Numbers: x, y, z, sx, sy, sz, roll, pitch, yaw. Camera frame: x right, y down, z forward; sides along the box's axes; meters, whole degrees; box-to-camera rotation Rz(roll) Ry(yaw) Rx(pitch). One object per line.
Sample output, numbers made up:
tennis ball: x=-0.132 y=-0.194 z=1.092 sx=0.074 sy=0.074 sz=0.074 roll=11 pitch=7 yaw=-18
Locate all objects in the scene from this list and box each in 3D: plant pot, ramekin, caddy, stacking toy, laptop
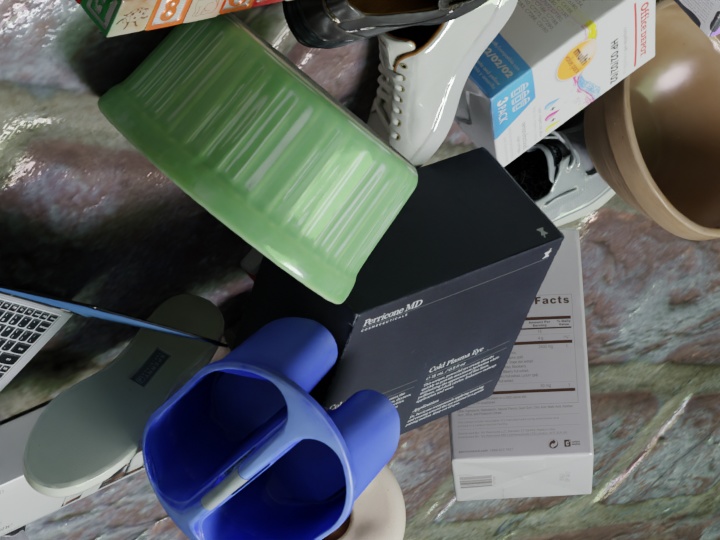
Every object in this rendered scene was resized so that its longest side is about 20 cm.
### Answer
plant pot: x=0.249 y=-0.120 z=1.963 sx=0.092 sy=0.202 sz=0.200 roll=-10 pitch=-176 yaw=45
ramekin: x=-0.058 y=-0.079 z=1.499 sx=0.098 sy=0.200 sz=0.200 roll=-50 pitch=156 yaw=3
caddy: x=-0.068 y=0.125 z=1.642 sx=0.105 sy=0.141 sz=0.200 roll=-43 pitch=-179 yaw=-44
stacking toy: x=-0.043 y=0.235 z=2.202 sx=0.146 sy=0.146 sz=0.200 roll=-35 pitch=175 yaw=-14
laptop: x=-0.228 y=0.067 z=1.589 sx=0.200 sy=0.116 sz=0.187 roll=-46 pitch=156 yaw=11

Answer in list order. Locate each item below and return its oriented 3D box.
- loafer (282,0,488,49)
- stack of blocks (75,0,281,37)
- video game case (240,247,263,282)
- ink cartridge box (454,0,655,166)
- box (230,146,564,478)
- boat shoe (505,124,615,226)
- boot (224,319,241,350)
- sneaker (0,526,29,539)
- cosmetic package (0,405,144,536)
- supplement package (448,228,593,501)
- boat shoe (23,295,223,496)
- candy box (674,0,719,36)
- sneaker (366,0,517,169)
loafer: x=0.049 y=-0.195 z=1.567 sx=0.199 sy=0.073 sz=0.072 roll=-27 pitch=-168 yaw=-25
stack of blocks: x=-0.071 y=-0.214 z=1.406 sx=0.199 sy=0.059 sz=0.115 roll=-17 pitch=147 yaw=-43
video game case: x=0.000 y=0.000 z=1.832 sx=0.143 sy=0.017 sz=0.200 roll=-49 pitch=139 yaw=-11
ink cartridge box: x=0.160 y=-0.180 z=1.807 sx=0.200 sy=0.068 sz=0.115 roll=-37 pitch=157 yaw=-10
box: x=0.022 y=0.029 z=1.740 sx=0.199 sy=0.104 sz=0.183 roll=-20 pitch=147 yaw=-35
boat shoe: x=0.152 y=-0.076 z=1.975 sx=0.200 sy=0.070 sz=0.072 roll=-31 pitch=156 yaw=-20
boot: x=-0.019 y=0.051 z=1.925 sx=0.158 sy=0.080 sz=0.211 roll=-36 pitch=162 yaw=-2
sneaker: x=-0.318 y=0.263 z=1.795 sx=0.199 sy=0.115 sz=0.075 roll=-29 pitch=154 yaw=-26
cosmetic package: x=-0.234 y=0.143 z=1.795 sx=0.199 sy=0.051 sz=0.083 roll=-24 pitch=151 yaw=-34
supplement package: x=0.131 y=0.080 z=2.013 sx=0.119 sy=0.201 sz=0.121 roll=-3 pitch=158 yaw=4
boat shoe: x=-0.170 y=0.103 z=1.738 sx=0.201 sy=0.070 sz=0.072 roll=-46 pitch=162 yaw=-33
candy box: x=0.341 y=-0.299 z=1.872 sx=0.167 sy=0.072 sz=0.200 roll=-26 pitch=153 yaw=-30
sneaker: x=0.032 y=-0.148 z=1.687 sx=0.084 sy=0.073 sz=0.201 roll=1 pitch=132 yaw=-34
